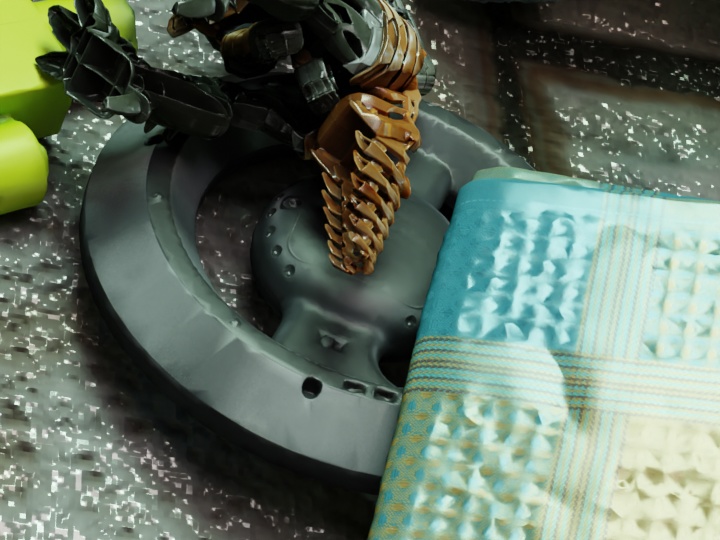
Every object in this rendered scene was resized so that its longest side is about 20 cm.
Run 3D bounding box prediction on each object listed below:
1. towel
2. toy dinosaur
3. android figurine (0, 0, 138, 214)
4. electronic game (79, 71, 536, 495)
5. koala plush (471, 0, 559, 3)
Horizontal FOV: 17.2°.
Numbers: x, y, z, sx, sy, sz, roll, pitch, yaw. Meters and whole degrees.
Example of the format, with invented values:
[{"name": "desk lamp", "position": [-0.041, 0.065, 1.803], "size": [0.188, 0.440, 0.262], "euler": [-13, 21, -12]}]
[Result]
[{"name": "towel", "position": [0.081, 0.058, 0.737], "size": [0.146, 0.022, 0.201], "euler": [8, 57, 11]}, {"name": "toy dinosaur", "position": [-0.022, -0.081, 0.811], "size": [0.135, 0.102, 0.200], "euler": [19, 15, -31]}, {"name": "android figurine", "position": [-0.182, -0.088, 0.828], "size": [0.199, 0.041, 0.182], "euler": [-18, 62, -35]}, {"name": "electronic game", "position": [0.000, 0.000, 0.830], "size": [0.199, 0.042, 0.201], "euler": [13, 41, -11]}, {"name": "koala plush", "position": [0.134, -0.204, 0.926], "size": [0.199, 0.184, 0.178], "euler": [8, 65, -7]}]
